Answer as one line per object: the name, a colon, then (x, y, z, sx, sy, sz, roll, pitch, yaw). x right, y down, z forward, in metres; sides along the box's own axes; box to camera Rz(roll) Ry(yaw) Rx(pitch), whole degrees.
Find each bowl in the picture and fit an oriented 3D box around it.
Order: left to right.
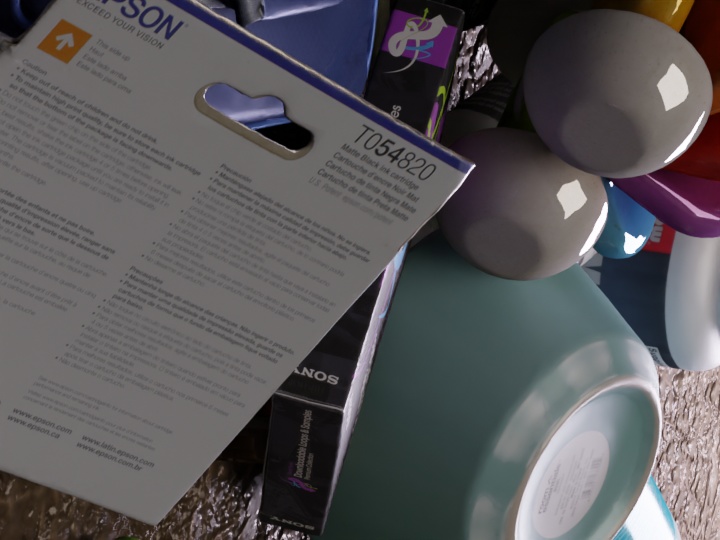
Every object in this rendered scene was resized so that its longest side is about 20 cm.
bowl: (0.074, 0.081, 1.108, 0.201, 0.105, 0.201, -30, 134, -36)

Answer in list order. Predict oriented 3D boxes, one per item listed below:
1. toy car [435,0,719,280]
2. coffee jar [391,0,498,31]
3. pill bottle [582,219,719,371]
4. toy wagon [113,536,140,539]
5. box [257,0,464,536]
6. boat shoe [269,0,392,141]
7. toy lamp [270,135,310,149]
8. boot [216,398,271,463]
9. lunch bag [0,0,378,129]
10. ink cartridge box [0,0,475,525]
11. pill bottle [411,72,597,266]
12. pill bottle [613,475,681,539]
toy car: (0.135, -0.079, 1.047, 0.200, 0.150, 0.175, -50, -165, 47)
coffee jar: (0.058, -0.174, 1.165, 0.200, 0.085, 0.105, -14, 115, -60)
pill bottle: (0.173, -0.005, 1.317, 0.120, 0.199, 0.120, -28, 122, -58)
toy wagon: (-0.127, 0.220, 0.983, 0.155, 0.039, 0.200, -51, 142, -44)
box: (0.000, 0.000, 0.980, 0.143, 0.036, 0.200, 99, 9, -63)
boat shoe: (-0.020, -0.154, 1.032, 0.075, 0.075, 0.203, -41, 134, -54)
toy lamp: (-0.020, 0.033, 1.115, 0.058, 0.058, 0.201, -44, 133, -50)
boot: (-0.081, 0.027, 0.985, 0.200, 0.075, 0.108, 22, 74, -70)
lunch bag: (-0.073, -0.126, 0.876, 0.200, 0.132, 0.136, -20, 116, -60)
ink cartridge box: (-0.089, -0.011, 0.808, 0.200, 0.041, 0.199, -47, 135, 16)
pill bottle: (0.101, -0.058, 1.220, 0.200, 0.111, 0.111, -37, 134, -26)
pill bottle: (0.124, 0.140, 1.366, 0.111, 0.111, 0.200, -68, 151, -24)
